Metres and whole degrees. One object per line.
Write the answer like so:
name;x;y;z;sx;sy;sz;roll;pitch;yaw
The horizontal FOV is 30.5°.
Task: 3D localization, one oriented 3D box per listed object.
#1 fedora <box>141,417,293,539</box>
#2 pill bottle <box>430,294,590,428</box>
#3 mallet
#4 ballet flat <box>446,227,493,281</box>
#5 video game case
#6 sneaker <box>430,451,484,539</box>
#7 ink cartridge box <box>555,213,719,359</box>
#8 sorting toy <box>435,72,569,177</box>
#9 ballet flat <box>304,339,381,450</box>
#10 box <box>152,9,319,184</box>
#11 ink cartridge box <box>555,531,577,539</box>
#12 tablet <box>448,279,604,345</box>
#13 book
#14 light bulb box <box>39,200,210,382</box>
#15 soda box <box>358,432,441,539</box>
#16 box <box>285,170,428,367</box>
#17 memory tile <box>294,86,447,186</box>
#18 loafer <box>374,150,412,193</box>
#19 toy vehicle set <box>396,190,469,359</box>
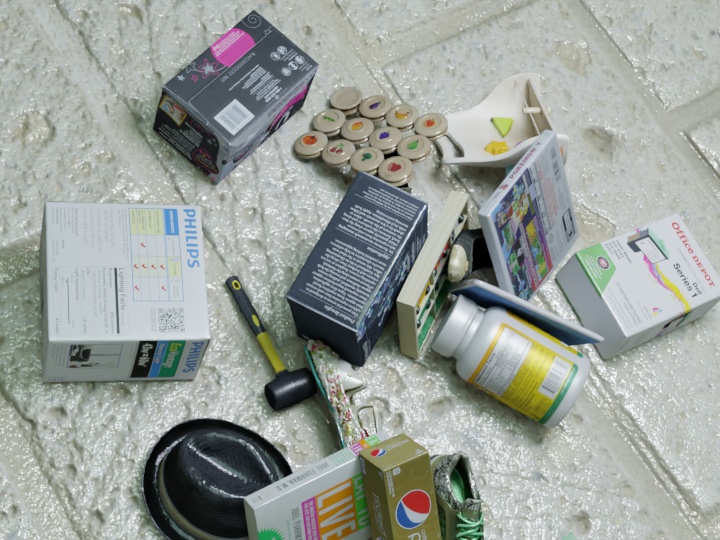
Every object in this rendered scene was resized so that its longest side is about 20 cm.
fedora;-0.165;0.257;1.614;0.199;0.092;0.202;7;62;-13
pill bottle;0.200;0.118;1.787;0.199;0.113;0.113;30;58;0
mallet;-0.119;0.089;1.754;0.065;0.041;0.201;-13;64;-21
ballet flat;0.164;-0.024;1.831;0.056;0.067;0.200;18;18;19
video game case;0.240;-0.065;1.858;0.023;0.201;0.182;17;54;36
sneaker;0.129;0.319;1.671;0.076;0.089;0.202;-7;68;-19
ink cartridge box;0.408;0.020;1.917;0.199;0.084;0.146;-20;70;-25
sorting toy;0.199;-0.196;1.961;0.178;0.108;0.201;-6;35;-3
ballet flat;-0.012;0.175;1.712;0.063;0.076;0.202;-22;77;6
box;-0.175;-0.243;1.866;0.132;0.115;0.200;40;60;5
ink cartridge box;0.267;0.448;1.648;0.160;0.050;0.200;-25;69;-42
tablet;0.225;0.058;1.809;0.199;0.130;0.014;24;80;-10
book;-0.045;0.288;1.610;0.199;0.135;0.048;-23;39;-25
light bulb box;-0.302;0.028;1.677;0.198;0.125;0.200;1;62;-17
soda box;0.053;0.306;1.603;0.067;0.064;0.202;-19;114;-25
box;0.000;0.000;1.735;0.106;0.149;0.201;26;72;12
memory tile;0.015;-0.196;1.901;0.199;0.017;0.154;20;55;29
loafer;0.033;-0.094;1.874;0.074;0.070;0.202;6;61;-13
toy vehicle set;0.101;0.005;1.810;0.026;0.125;0.201;17;57;17
